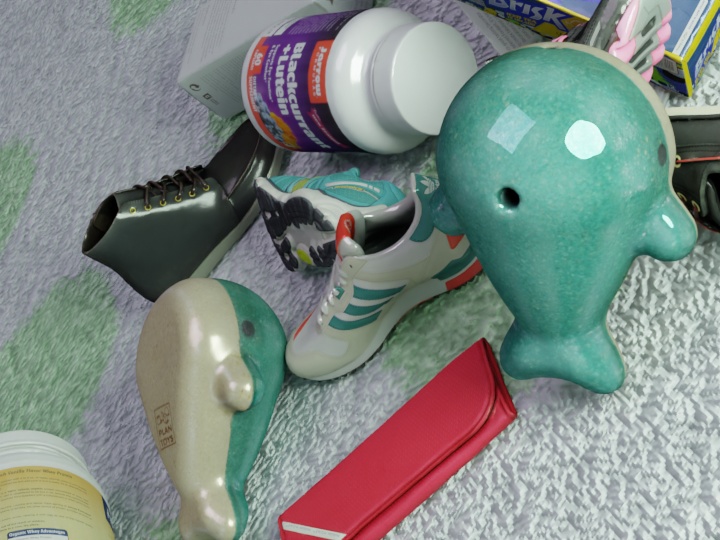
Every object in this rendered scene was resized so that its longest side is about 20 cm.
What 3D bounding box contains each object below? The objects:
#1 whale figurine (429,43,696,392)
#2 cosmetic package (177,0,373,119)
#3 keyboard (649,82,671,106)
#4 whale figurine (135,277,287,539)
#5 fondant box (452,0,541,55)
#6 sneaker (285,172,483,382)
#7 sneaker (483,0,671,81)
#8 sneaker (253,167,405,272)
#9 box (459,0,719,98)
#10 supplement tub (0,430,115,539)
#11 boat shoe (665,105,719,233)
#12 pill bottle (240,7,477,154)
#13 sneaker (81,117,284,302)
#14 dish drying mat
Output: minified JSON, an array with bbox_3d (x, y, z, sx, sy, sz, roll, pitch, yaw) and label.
[{"bbox_3d":[0.103,-0.020,0.769,0.158,0.202,0.104,9,24,28],"label":"whale figurine"},{"bbox_3d":[-0.078,-0.230,1.303,0.199,0.074,0.103,-19,48,41],"label":"cosmetic package"},{"bbox_3d":[0.198,-0.151,0.930,0.056,0.011,0.202,8,69,55],"label":"keyboard"},{"bbox_3d":[-0.102,0.106,1.051,0.159,0.103,0.202,-31,62,53],"label":"whale figurine"},{"bbox_3d":[0.135,-0.268,0.982,0.200,0.144,0.058,-39,8,24],"label":"fondant box"},{"bbox_3d":[0.000,0.000,0.986,0.199,0.093,0.071,-37,38,28],"label":"sneaker"},{"bbox_3d":[0.116,-0.112,0.859,0.079,0.095,0.201,-31,-22,-40],"label":"sneaker"},{"bbox_3d":[-0.027,-0.044,1.097,0.079,0.078,0.200,-26,17,-20],"label":"sneaker"},{"bbox_3d":[0.138,-0.188,0.902,0.199,0.064,0.071,28,85,22],"label":"box"},{"bbox_3d":[-0.259,0.234,1.084,0.145,0.144,0.201,-47,34,15],"label":"supplement tub"},{"bbox_3d":[0.203,-0.055,0.784,0.201,0.073,0.064,-5,65,56],"label":"boat shoe"},{"bbox_3d":[-0.001,-0.148,1.095,0.199,0.111,0.112,8,69,55],"label":"pill bottle"},{"bbox_3d":[-0.154,-0.068,1.233,0.201,0.106,0.075,-56,33,3],"label":"sneaker"},{"bbox_3d":[0.019,0.131,0.920,0.200,0.018,0.077,-44,34,20],"label":"dish drying mat"}]
